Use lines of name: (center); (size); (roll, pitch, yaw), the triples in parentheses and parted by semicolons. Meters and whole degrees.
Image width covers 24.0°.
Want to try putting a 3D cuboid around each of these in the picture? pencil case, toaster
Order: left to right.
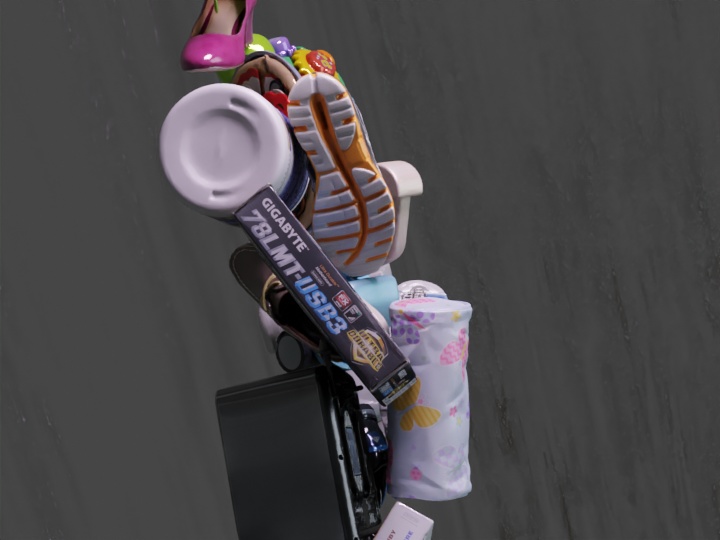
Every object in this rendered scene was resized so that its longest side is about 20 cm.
toaster: (-0.053, 0.178, 1.602); (0.181, 0.118, 0.201); (34, 45, -81)
pencil case: (0.069, 0.125, 1.648); (0.091, 0.083, 0.202); (-13, 104, -62)

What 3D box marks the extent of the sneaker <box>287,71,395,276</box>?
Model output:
sneaker: (-0.015, -0.092, 1.561); (0.077, 0.078, 0.201); (-92, 171, -72)

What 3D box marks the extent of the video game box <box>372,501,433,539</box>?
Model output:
video game box: (0.004, 0.326, 1.584); (0.183, 0.047, 0.200); (-59, 169, -20)

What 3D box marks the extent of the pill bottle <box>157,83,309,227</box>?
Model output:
pill bottle: (-0.110, -0.101, 1.590); (0.200, 0.119, 0.121); (23, 55, -81)

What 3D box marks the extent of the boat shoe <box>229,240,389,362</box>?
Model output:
boat shoe: (-0.062, 0.029, 1.682); (0.059, 0.200, 0.072); (-7, 126, -54)

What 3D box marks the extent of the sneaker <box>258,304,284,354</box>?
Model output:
sneaker: (-0.063, 0.019, 1.900); (0.201, 0.088, 0.076); (-92, 167, -54)

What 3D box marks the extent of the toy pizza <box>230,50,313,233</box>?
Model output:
toy pizza: (-0.096, -0.126, 1.753); (0.200, 0.032, 0.202); (28, -56, 50)

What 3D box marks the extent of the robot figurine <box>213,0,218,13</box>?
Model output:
robot figurine: (-0.153, -0.361, 1.679); (0.176, 0.115, 0.201); (95, -12, -67)

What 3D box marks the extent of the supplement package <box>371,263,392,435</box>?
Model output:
supplement package: (-0.004, 0.103, 2.099); (0.121, 0.119, 0.201); (-39, 117, -83)

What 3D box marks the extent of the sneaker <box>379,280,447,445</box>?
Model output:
sneaker: (0.062, 0.116, 1.776); (0.100, 0.077, 0.201); (88, 9, -56)

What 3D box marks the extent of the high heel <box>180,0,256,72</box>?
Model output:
high heel: (-0.146, -0.260, 1.707); (0.200, 0.067, 0.097); (-77, 164, -70)

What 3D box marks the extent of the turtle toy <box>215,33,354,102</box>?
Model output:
turtle toy: (-0.086, -0.202, 1.883); (0.199, 0.101, 0.146); (12, 40, -41)

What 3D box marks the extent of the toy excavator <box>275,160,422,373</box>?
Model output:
toy excavator: (0.000, 0.000, 1.722); (0.100, 0.199, 0.196); (-10, 87, -44)

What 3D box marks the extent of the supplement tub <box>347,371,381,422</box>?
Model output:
supplement tub: (-0.006, 0.118, 1.929); (0.200, 0.122, 0.123); (129, -49, -76)

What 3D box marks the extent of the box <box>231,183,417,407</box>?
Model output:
box: (-0.029, 0.028, 1.519); (0.200, 0.050, 0.199); (51, -4, 9)

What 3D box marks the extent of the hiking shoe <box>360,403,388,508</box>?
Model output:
hiking shoe: (-0.018, 0.233, 1.755); (0.087, 0.074, 0.201); (58, -33, 39)
